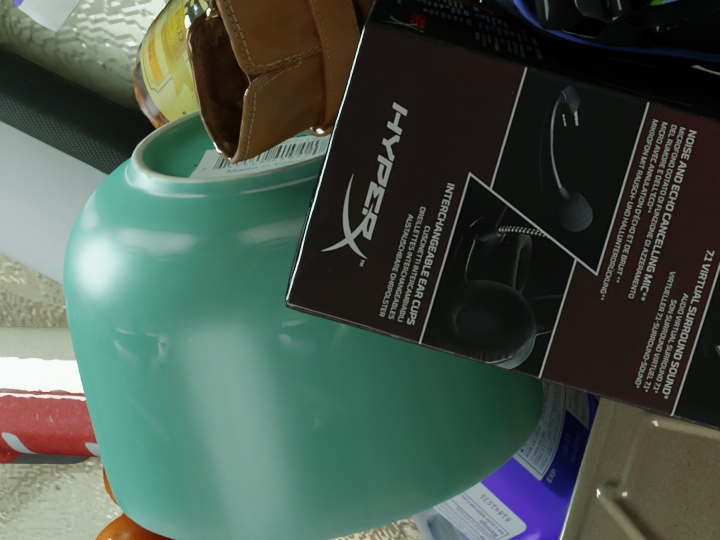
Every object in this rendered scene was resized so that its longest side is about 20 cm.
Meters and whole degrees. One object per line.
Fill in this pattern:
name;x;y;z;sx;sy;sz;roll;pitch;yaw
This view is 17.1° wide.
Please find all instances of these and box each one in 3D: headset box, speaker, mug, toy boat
headset box;0.089;-0.011;0.631;0.200;0.149;0.077;17;101;-2
speaker;-0.154;-0.051;1.015;0.200;0.081;0.081;27;144;17
mug;-0.010;0.000;0.810;0.152;0.185;0.115;15;124;50
toy boat;-0.091;0.092;1.053;0.200;0.130;0.131;0;86;42

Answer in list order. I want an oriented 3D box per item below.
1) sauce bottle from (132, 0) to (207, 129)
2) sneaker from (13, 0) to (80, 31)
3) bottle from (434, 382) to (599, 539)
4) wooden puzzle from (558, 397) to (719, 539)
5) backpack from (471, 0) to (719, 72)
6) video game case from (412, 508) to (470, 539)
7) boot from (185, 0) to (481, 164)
sauce bottle;-0.019;-0.108;0.852;0.066;0.066;0.200;41;143;-5
sneaker;-0.134;-0.176;0.857;0.146;0.081;0.200;37;151;-7
bottle;0.017;0.031;0.937;0.065;0.084;0.200;-31;119;31
wooden puzzle;0.169;0.058;0.801;0.185;0.200;0.046;10;172;33
backpack;0.110;-0.139;0.614;0.135;0.200;0.183;32;111;53
video game case;0.091;0.188;1.009;0.200;0.023;0.182;52;-174;-32
boot;0.015;-0.126;0.705;0.074;0.155;0.200;48;153;46
